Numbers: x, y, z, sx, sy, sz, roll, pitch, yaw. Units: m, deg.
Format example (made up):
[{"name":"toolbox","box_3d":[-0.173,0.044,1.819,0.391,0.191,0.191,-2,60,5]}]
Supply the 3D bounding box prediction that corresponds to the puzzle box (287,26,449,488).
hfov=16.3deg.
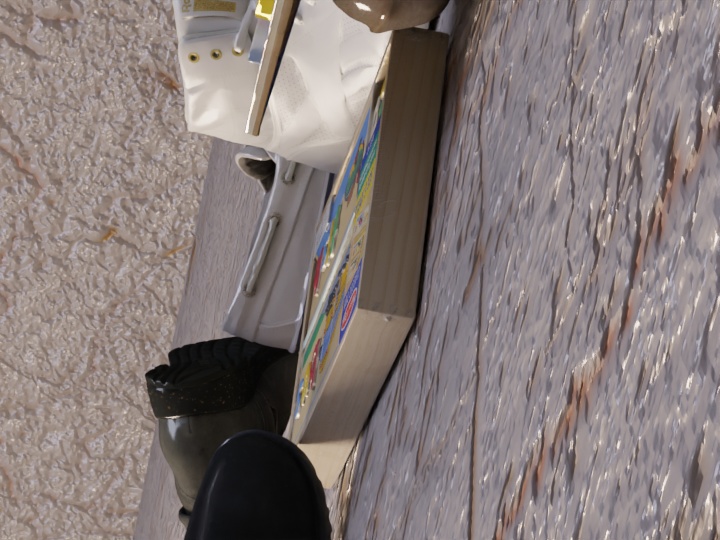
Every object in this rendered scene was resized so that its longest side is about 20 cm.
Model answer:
[{"name":"puzzle box","box_3d":[0.000,0.000,1.093,0.200,0.025,0.134,113,166,-63]}]

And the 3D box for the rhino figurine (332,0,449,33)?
[{"name":"rhino figurine","box_3d":[0.029,-0.182,0.979,0.088,0.059,0.201,-81,7,-55]}]

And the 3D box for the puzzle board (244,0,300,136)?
[{"name":"puzzle board","box_3d":[-0.013,-0.174,1.002,0.151,0.017,0.201,110,176,-56]}]

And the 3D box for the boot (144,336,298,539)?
[{"name":"boot","box_3d":[-0.064,0.104,1.297,0.200,0.067,0.132,-31,-67,-77]}]

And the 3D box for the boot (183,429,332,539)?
[{"name":"boot","box_3d":[-0.076,0.142,1.016,0.200,0.065,0.166,22,-107,-71]}]

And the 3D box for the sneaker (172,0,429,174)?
[{"name":"sneaker","box_3d":[-0.028,-0.120,1.145,0.201,0.115,0.074,110,171,-49]}]

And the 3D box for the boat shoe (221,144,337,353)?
[{"name":"boat shoe","box_3d":[-0.031,-0.057,1.283,0.072,0.065,0.201,130,149,-78]}]
